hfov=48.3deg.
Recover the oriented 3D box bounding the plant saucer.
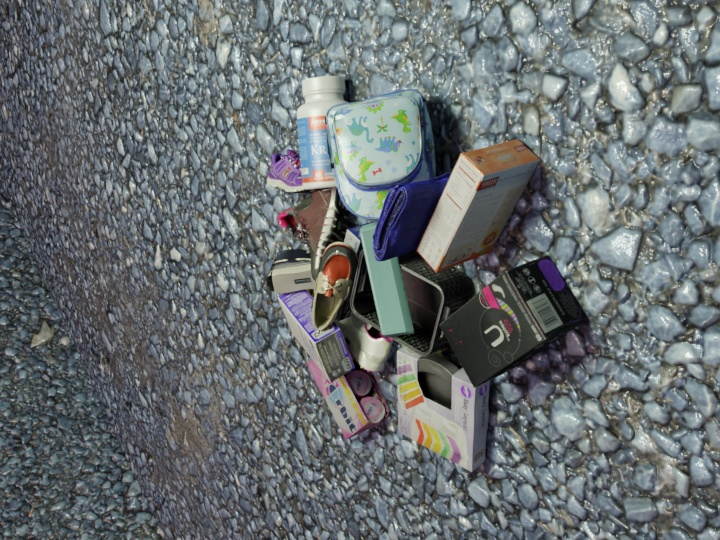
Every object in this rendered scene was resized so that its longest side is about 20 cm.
[{"bbox_3d":[0.043,0.016,1.402,0.069,0.019,0.203,-12,90,43],"label":"plant saucer"}]

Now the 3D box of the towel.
[{"bbox_3d":[0.112,-0.096,1.289,0.050,0.198,0.149,52,138,28],"label":"towel"}]

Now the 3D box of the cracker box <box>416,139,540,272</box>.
[{"bbox_3d":[0.181,-0.100,1.252,0.058,0.133,0.201,49,138,27],"label":"cracker box"}]

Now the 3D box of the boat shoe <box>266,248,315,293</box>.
[{"bbox_3d":[-0.094,-0.009,1.668,0.093,0.197,0.075,-85,-9,-50],"label":"boat shoe"}]

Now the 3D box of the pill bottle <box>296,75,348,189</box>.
[{"bbox_3d":[-0.063,-0.258,1.515,0.112,0.111,0.203,2,100,52],"label":"pill bottle"}]

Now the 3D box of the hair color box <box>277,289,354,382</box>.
[{"bbox_3d":[-0.092,0.125,1.640,0.200,0.064,0.110,46,160,52],"label":"hair color box"}]

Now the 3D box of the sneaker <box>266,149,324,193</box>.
[{"bbox_3d":[-0.135,-0.207,1.670,0.199,0.080,0.085,19,112,47],"label":"sneaker"}]

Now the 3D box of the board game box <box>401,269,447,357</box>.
[{"bbox_3d":[0.097,0.095,1.533,0.095,0.030,0.202,-40,70,50],"label":"board game box"}]

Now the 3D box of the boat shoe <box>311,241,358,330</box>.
[{"bbox_3d":[-0.053,0.030,1.491,0.070,0.063,0.201,20,137,0],"label":"boat shoe"}]

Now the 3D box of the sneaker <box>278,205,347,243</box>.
[{"bbox_3d":[-0.092,-0.074,1.670,0.199,0.074,0.082,32,128,40],"label":"sneaker"}]

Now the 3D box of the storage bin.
[{"bbox_3d":[0.089,0.046,1.440,0.199,0.093,0.137,30,118,36],"label":"storage bin"}]

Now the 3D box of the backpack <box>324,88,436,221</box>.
[{"bbox_3d":[0.035,-0.185,1.331,0.147,0.180,0.203,-4,-96,-83],"label":"backpack"}]

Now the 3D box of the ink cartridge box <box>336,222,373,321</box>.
[{"bbox_3d":[0.000,0.000,1.563,0.044,0.093,0.202,43,135,32],"label":"ink cartridge box"}]

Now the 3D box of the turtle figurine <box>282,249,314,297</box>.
[{"bbox_3d":[-0.131,0.038,1.775,0.161,0.064,0.202,40,133,36],"label":"turtle figurine"}]

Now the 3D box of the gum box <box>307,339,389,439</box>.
[{"bbox_3d":[-0.026,0.255,1.726,0.202,0.066,0.114,61,144,15],"label":"gum box"}]

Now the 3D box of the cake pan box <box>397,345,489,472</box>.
[{"bbox_3d":[0.150,0.246,1.484,0.183,0.052,0.203,21,125,36],"label":"cake pan box"}]

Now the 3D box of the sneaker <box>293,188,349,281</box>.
[{"bbox_3d":[-0.090,-0.069,1.597,0.114,0.076,0.203,0,67,33],"label":"sneaker"}]

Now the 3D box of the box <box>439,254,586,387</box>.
[{"bbox_3d":[0.237,0.083,1.279,0.123,0.105,0.200,61,143,15],"label":"box"}]

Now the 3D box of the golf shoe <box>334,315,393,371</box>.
[{"bbox_3d":[-0.003,0.112,1.648,0.200,0.075,0.092,48,122,26],"label":"golf shoe"}]
